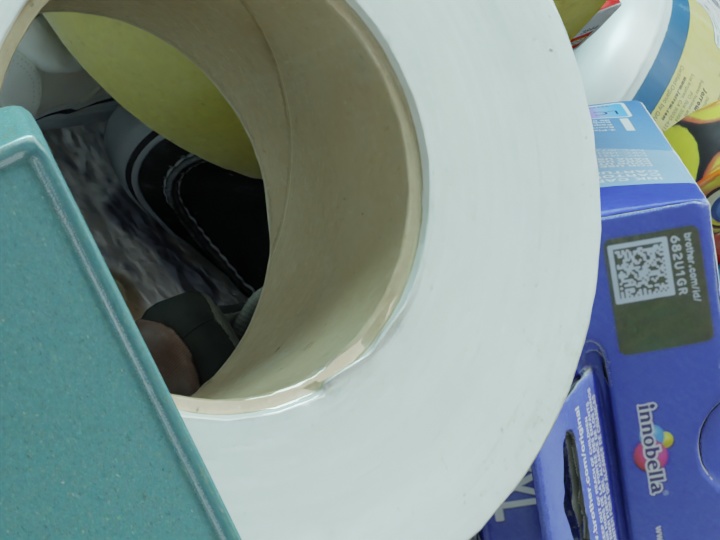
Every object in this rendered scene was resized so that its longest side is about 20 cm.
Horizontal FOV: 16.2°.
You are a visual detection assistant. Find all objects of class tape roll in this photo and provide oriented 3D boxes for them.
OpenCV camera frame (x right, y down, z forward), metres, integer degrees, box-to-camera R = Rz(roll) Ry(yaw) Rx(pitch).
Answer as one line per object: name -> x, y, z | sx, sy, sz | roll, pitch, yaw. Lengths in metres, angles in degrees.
tape roll -> -0.047, -0.016, 0.561 | 0.202, 0.071, 0.203 | 6, 79, -30

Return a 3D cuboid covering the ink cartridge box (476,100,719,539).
ink cartridge box -> 0.064, 0.035, 0.718 | 0.200, 0.076, 0.137 | -96, 177, -77

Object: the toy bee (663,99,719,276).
toy bee -> 0.134, -0.011, 0.859 | 0.200, 0.109, 0.131 | 17, 42, -51

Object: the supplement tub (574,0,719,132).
supplement tub -> 0.123, -0.018, 1.010 | 0.200, 0.145, 0.145 | 40, 20, -22

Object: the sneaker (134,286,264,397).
sneaker -> -0.008, 0.044, 0.688 | 0.077, 0.082, 0.200 | 54, 19, 20

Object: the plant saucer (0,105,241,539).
plant saucer -> -0.048, 0.069, 0.496 | 0.070, 0.019, 0.200 | -29, 96, -30

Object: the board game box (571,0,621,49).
board game box -> -0.017, -0.144, 0.815 | 0.126, 0.035, 0.200 | -25, 79, -37

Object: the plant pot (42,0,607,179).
plant pot -> 0.016, -0.135, 0.690 | 0.200, 0.142, 0.200 | 10, 74, -38

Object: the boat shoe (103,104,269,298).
boat shoe -> 0.000, 0.000, 0.829 | 0.200, 0.072, 0.068 | 33, 27, -42

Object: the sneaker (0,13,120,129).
sneaker -> -0.085, -0.083, 0.770 | 0.073, 0.071, 0.200 | 50, 24, -7
